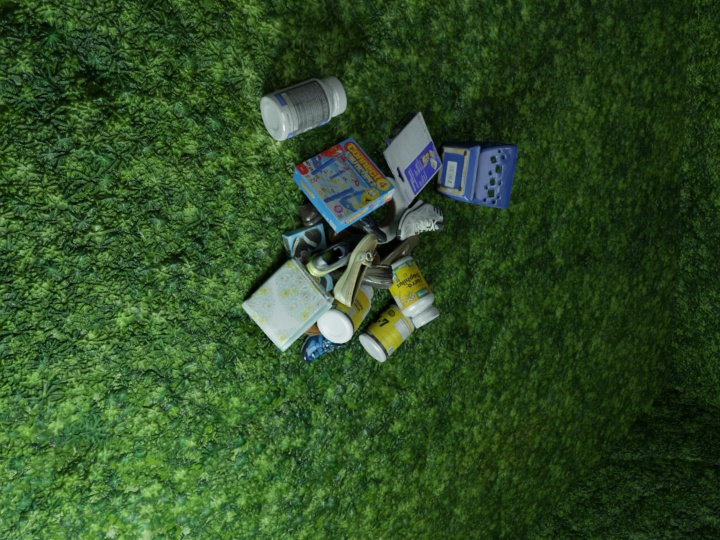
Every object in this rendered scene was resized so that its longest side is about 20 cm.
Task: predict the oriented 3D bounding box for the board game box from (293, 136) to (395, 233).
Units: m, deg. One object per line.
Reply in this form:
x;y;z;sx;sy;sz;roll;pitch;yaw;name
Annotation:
-0.044;-0.231;1.437;0.195;0.201;0.056;-33;164;-24;board game box

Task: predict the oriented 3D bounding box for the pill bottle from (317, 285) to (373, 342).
-0.036;0.108;1.566;0.200;0.110;0.114;-53;136;-50;pill bottle

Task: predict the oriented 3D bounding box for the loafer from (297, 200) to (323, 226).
-0.092;-0.207;1.478;0.200;0.073;0.072;-46;117;-21;loafer

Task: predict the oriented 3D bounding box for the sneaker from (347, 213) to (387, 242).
0.015;-0.139;1.539;0.199;0.072;0.083;29;73;-45;sneaker

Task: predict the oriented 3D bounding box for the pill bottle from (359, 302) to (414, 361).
0.100;0.183;1.730;0.200;0.114;0.115;-43;126;-19;pill bottle

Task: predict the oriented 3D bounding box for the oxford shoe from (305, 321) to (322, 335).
-0.149;0.135;1.537;0.198;0.072;0.072;11;128;-40;oxford shoe

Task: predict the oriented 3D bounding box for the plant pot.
0.356;-0.310;1.718;0.177;0.199;0.204;-2;106;-29;plant pot

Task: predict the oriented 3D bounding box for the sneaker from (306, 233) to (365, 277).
-0.049;-0.046;1.461;0.199;0.081;0.075;-32;91;-32;sneaker

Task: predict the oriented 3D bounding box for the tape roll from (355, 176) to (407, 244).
0.059;-0.182;1.627;0.200;0.037;0.207;-13;112;-35;tape roll

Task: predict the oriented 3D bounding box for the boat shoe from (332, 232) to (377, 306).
-0.002;-0.002;1.456;0.203;0.063;0.073;-59;158;-1;boat shoe

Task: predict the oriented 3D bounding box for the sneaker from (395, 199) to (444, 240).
0.191;-0.145;1.649;0.201;0.114;0.077;-47;150;-43;sneaker

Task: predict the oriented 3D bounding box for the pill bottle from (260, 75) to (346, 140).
-0.139;-0.409;1.349;0.198;0.113;0.115;-29;121;-26;pill bottle

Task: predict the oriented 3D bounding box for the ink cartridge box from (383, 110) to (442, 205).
0.149;-0.336;1.627;0.201;0.043;0.199;-50;129;-25;ink cartridge box

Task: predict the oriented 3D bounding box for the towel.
-0.191;0.088;1.449;0.200;0.048;0.172;-43;88;-3;towel

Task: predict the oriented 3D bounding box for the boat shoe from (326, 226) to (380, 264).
-0.019;-0.069;1.583;0.199;0.064;0.072;39;88;-36;boat shoe

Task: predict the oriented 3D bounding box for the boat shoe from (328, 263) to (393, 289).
0.000;0.000;1.545;0.196;0.075;0.075;12;72;-7;boat shoe

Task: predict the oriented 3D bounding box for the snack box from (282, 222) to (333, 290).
-0.145;-0.023;1.522;0.115;0.037;0.203;-24;118;-29;snack box

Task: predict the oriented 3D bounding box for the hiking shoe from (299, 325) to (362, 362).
-0.093;0.204;1.605;0.199;0.086;0.075;-40;125;-20;hiking shoe

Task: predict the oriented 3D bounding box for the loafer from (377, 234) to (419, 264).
0.120;-0.062;1.689;0.199;0.076;0.068;-40;119;-20;loafer

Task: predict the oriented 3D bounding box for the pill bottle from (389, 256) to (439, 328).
0.157;0.069;1.662;0.112;0.113;0.202;-23;77;-29;pill bottle
